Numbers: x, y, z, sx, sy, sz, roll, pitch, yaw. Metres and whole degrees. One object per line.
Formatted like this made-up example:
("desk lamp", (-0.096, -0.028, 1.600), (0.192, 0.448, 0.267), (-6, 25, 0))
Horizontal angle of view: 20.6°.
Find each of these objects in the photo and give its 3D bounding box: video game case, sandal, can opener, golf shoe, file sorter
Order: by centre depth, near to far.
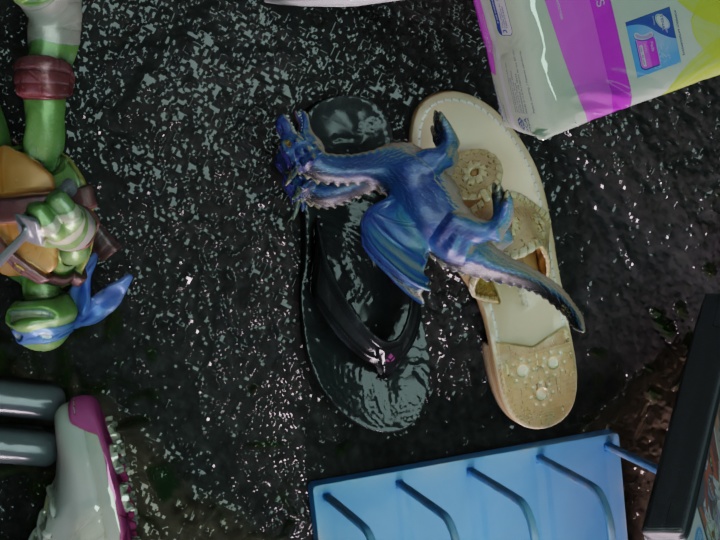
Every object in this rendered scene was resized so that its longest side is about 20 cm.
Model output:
("can opener", (-0.259, 0.079, 1.085), (0.198, 0.066, 0.053), (8, 95, -22))
("golf shoe", (-0.163, 0.169, 1.107), (0.090, 0.075, 0.202), (-7, 107, -5))
("video game case", (0.211, 0.146, 1.149), (0.025, 0.201, 0.182), (-3, 126, 24))
("sandal", (-0.001, 0.000, 1.156), (0.075, 0.048, 0.203), (-12, 98, -15))
("file sorter", (0.086, 0.188, 1.164), (0.198, 0.123, 0.140), (-8, 99, -16))
("sandal", (0.092, -0.005, 1.172), (0.077, 0.070, 0.214), (-20, 101, -13))

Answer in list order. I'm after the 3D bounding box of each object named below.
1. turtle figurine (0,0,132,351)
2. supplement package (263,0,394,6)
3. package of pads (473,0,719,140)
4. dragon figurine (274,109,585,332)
("turtle figurine", (-0.205, -0.053, 1.038), (0.198, 0.144, 0.196), (-2, 89, -28))
("supplement package", (0.055, -0.226, 1.074), (0.198, 0.191, 0.149), (-8, 100, -14))
("package of pads", (0.146, -0.171, 0.974), (0.198, 0.068, 0.156), (-20, 107, -13))
("dragon figurine", (0.034, -0.019, 1.111), (0.099, 0.059, 0.201), (-38, 83, -6))
